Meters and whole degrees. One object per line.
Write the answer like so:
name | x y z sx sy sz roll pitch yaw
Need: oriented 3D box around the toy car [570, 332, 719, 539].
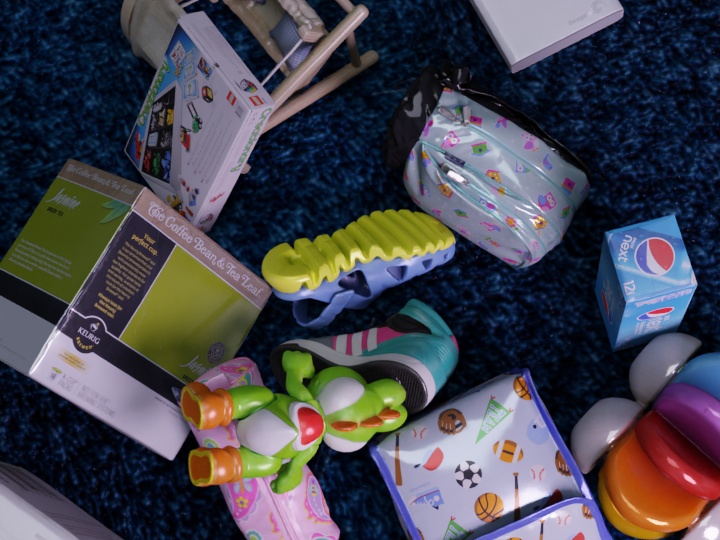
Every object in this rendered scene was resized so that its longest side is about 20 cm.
toy car | 0.296 0.152 1.183 0.175 0.150 0.200 42 83 16

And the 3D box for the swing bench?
swing bench | -0.121 -0.246 1.363 0.200 0.130 0.199 -40 74 -5

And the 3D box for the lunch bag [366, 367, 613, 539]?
lunch bag | 0.121 0.212 1.207 0.170 0.124 0.200 -25 87 0

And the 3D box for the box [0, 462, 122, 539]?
box | -0.320 0.286 1.189 0.200 0.199 0.172 32 81 15

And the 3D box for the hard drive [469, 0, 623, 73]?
hard drive | 0.172 -0.323 1.401 0.132 0.026 0.200 -27 72 -1

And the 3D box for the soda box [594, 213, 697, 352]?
soda box | 0.256 0.016 1.201 0.064 0.200 0.068 -15 73 3

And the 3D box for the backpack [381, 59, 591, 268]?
backpack | 0.121 -0.098 1.287 0.200 0.167 0.127 34 87 3

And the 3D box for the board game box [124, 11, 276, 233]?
board game box | -0.164 -0.141 1.313 0.035 0.200 0.126 -23 68 -39

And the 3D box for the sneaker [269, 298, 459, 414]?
sneaker | 0.016 0.078 1.279 0.200 0.121 0.084 4 117 40

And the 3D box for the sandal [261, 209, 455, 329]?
sandal | 0.000 0.000 1.308 0.199 0.087 0.080 -15 38 -14

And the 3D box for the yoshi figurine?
yoshi figurine | -0.060 0.130 1.166 0.199 0.113 0.112 -7 48 -26

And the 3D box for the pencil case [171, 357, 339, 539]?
pencil case | -0.095 0.179 1.222 0.087 0.087 0.200 -24 101 0

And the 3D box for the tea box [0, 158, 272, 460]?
tea box | -0.224 0.037 1.240 0.133 0.200 0.197 21 75 43
